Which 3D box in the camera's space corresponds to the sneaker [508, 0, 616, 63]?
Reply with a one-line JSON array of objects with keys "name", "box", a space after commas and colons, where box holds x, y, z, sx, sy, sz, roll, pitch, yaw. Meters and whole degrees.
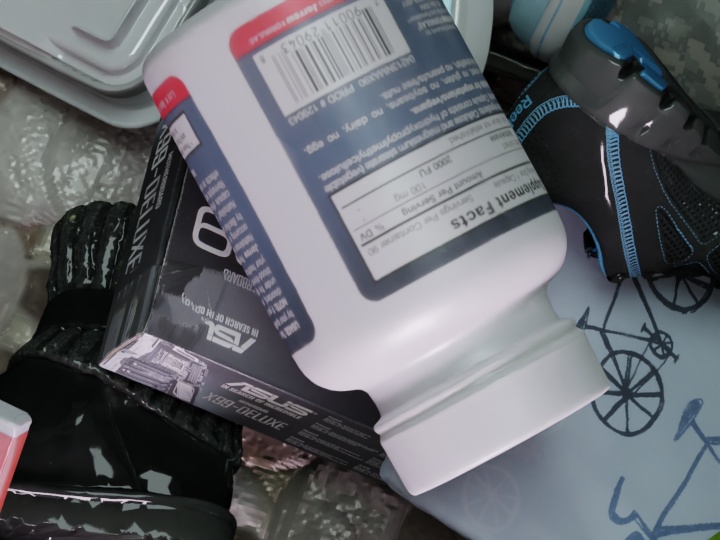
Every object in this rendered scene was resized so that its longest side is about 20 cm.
[{"name": "sneaker", "box": [0.070, -0.194, 1.149, 0.130, 0.080, 0.201, 19, 82, 9]}]

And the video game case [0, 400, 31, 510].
[{"name": "video game case", "box": [-0.222, 0.118, 1.077, 0.143, 0.017, 0.201, 24, 107, 13]}]

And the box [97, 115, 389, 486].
[{"name": "box", "box": [0.000, 0.000, 1.159, 0.200, 0.050, 0.158, 25, 61, -22]}]

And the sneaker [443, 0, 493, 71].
[{"name": "sneaker", "box": [-0.006, -0.159, 1.166, 0.082, 0.074, 0.201, -3, 66, -32]}]

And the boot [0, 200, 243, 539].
[{"name": "boot", "box": [-0.140, 0.041, 1.154, 0.210, 0.079, 0.158, 12, 66, -14]}]

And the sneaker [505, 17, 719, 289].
[{"name": "sneaker", "box": [0.138, -0.027, 1.149, 0.200, 0.082, 0.073, 34, 21, -27]}]

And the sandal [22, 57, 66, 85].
[{"name": "sandal", "box": [-0.071, -0.159, 1.274, 0.207, 0.059, 0.079, -40, 73, -20]}]

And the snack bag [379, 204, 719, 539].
[{"name": "snack bag", "box": [0.118, 0.068, 1.157, 0.200, 0.021, 0.189, 34, 66, -13]}]

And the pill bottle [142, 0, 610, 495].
[{"name": "pill bottle", "box": [0.011, -0.021, 1.067, 0.119, 0.120, 0.200, -27, 87, -16]}]

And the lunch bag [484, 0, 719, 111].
[{"name": "lunch bag", "box": [0.114, -0.157, 1.242, 0.199, 0.139, 0.168, 19, 81, 9]}]

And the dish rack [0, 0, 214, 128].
[{"name": "dish rack", "box": [-0.112, -0.180, 1.244, 0.171, 0.044, 0.200, 28, 84, 25]}]

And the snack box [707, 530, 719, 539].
[{"name": "snack box", "box": [0.191, 0.116, 1.033, 0.142, 0.200, 0.053, -37, 96, -3]}]
